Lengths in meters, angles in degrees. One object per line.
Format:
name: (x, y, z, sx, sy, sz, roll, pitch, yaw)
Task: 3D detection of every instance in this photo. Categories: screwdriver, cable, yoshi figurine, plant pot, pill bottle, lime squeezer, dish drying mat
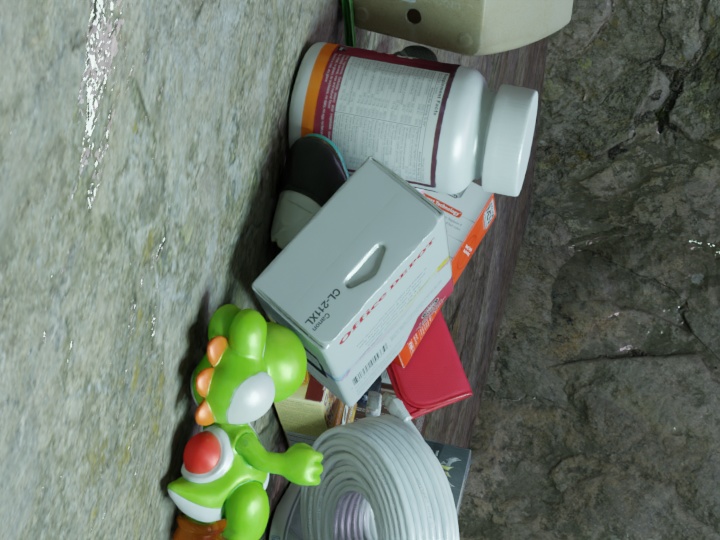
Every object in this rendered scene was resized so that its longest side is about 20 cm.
screwdriver: (0.012, 0.099, 1.499, 0.200, 0.028, 0.029, -78, 145, -72)
cable: (0.016, 0.235, 1.315, 0.200, 0.069, 0.201, 47, -51, 46)
yoshi figurine: (-0.082, 0.123, 1.085, 0.112, 0.111, 0.202, -96, -168, -79)
plant pot: (0.087, -0.305, 1.328, 0.177, 0.198, 0.201, -51, 152, -49)
pill bottle: (0.046, -0.126, 1.224, 0.110, 0.198, 0.111, 11, 90, -80)
lime squeezer: (-0.020, -0.154, 1.332, 0.070, 0.038, 0.202, 8, 95, -49)
dish drying mat: (0.050, 0.056, 1.523, 0.018, 0.076, 0.201, 65, 4, -64)

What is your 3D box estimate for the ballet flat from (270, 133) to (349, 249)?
ballet flat: (-0.043, -0.027, 1.236, 0.069, 0.068, 0.201, -56, 158, -33)

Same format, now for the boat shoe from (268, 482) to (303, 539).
boat shoe: (-0.038, 0.241, 1.506, 0.201, 0.071, 0.071, -62, 160, -59)

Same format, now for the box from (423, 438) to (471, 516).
box: (0.038, 0.299, 1.746, 0.048, 0.157, 0.201, 83, 22, -60)

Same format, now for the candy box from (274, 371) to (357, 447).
candy box: (-0.039, 0.110, 1.410, 0.200, 0.055, 0.116, 79, 23, -63)

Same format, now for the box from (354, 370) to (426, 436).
box: (0.023, 0.153, 1.670, 0.201, 0.099, 0.075, 86, 18, -55)

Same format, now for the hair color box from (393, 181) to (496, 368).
hair color box: (0.052, -0.011, 1.508, 0.201, 0.101, 0.061, -57, 160, -14)

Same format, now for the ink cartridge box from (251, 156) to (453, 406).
ink cartridge box: (0.000, 0.013, 1.186, 0.146, 0.083, 0.200, -47, 163, -10)

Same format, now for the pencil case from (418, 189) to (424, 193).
pencil case: (0.030, -0.122, 1.476, 0.083, 0.090, 0.201, -24, -141, 48)

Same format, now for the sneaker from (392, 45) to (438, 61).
sneaker: (0.027, -0.104, 1.323, 0.201, 0.070, 0.080, -61, 156, -13)
